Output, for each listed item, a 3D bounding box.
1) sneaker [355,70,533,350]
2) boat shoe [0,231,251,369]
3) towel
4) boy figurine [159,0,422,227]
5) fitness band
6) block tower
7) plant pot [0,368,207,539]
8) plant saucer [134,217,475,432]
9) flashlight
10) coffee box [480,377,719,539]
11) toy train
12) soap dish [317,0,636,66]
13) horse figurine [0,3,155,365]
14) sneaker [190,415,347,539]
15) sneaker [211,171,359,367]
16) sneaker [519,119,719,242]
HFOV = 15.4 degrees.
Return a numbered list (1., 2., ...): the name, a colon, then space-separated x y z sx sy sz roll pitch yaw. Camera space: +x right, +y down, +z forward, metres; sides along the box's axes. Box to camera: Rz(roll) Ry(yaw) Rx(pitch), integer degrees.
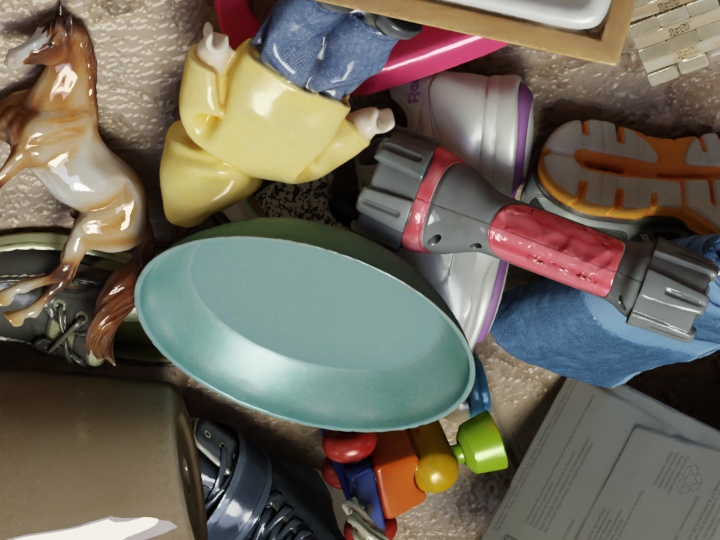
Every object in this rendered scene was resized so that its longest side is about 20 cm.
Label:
1. sneaker: 0.043 -0.031 1.560 0.099 0.075 0.200 9 119 3
2. boat shoe: -0.158 0.025 1.584 0.200 0.066 0.072 3 136 -14
3. towel: 0.175 0.025 1.594 0.111 0.049 0.200 16 160 -35
4. boy figurine: -0.043 -0.092 1.443 0.124 0.065 0.200 19 136 -25
5. fitness band: 0.017 -0.163 1.449 0.199 0.037 0.144 -18 139 9
6. block tower: 0.147 -0.191 1.429 0.054 0.058 0.200 -20 138 10
7. plant pot: -0.186 0.133 1.592 0.174 0.201 0.201 -10 137 3
8. plant saucer: -0.028 0.025 1.513 0.199 0.036 0.200 12 148 7
9. flashlight: 0.097 -0.016 1.469 0.200 0.068 0.068 21 141 5
10. coffee box: 0.212 0.210 1.698 0.198 0.200 0.200 31 86 -36
11. toy train: 0.039 0.121 1.632 0.115 0.200 0.085 -16 121 -5
12. soap dish: 0.054 -0.190 1.303 0.199 0.158 0.081 14 172 15
13. horse figurine: -0.173 -0.043 1.509 0.132 0.050 0.200 -36 122 -4
14. sneaker: -0.061 0.171 1.664 0.146 0.202 0.077 30 105 -31
15. sneaker: 0.000 0.000 1.595 0.089 0.077 0.200 -41 136 7
16. sneaker: 0.185 -0.037 1.591 0.199 0.078 0.077 14 145 -20
